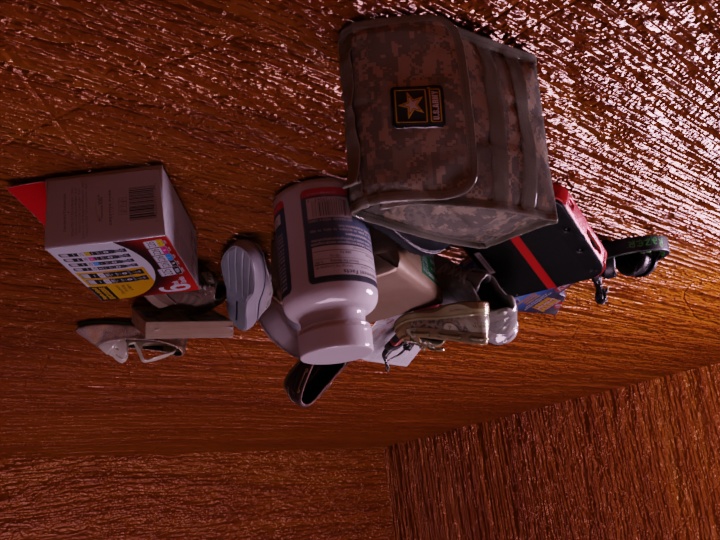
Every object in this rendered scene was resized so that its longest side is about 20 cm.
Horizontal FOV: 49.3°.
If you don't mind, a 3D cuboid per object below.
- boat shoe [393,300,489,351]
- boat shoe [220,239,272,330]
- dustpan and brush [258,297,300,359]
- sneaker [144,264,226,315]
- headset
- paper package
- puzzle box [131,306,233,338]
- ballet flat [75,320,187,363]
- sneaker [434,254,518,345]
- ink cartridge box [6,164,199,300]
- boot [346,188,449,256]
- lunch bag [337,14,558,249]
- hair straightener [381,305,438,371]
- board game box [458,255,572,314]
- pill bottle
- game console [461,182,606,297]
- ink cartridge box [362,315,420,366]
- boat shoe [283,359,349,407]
[{"bbox_3d":[0.114,0.089,1.148,0.072,0.064,0.199,0,168,-29],"label":"boat shoe"},{"bbox_3d":[-0.159,0.009,1.146,0.067,0.073,0.201,-40,165,-31],"label":"boat shoe"},{"bbox_3d":[-0.141,0.073,1.294,0.199,0.141,0.057,38,118,-26],"label":"dustpan and brush"},{"bbox_3d":[-0.250,0.013,1.129,0.074,0.072,0.200,-25,165,8],"label":"sneaker"},{"bbox_3d":[0.423,-0.005,1.281,0.121,0.096,0.200,-5,168,-8],"label":"headset"},{"bbox_3d":[0.000,0.000,1.112,0.187,0.106,0.200,-15,159,21],"label":"paper package"},{"bbox_3d":[-0.282,0.079,1.229,0.130,0.026,0.199,1,-177,-23],"label":"puzzle box"},{"bbox_3d":[-0.395,0.126,1.373,0.196,0.069,0.068,3,159,-29],"label":"ballet flat"},{"bbox_3d":[0.158,0.018,1.169,0.076,0.199,0.093,-42,154,-26],"label":"sneaker"},{"bbox_3d":[-0.293,-0.034,0.920,0.171,0.086,0.200,-7,162,-2],"label":"ink cartridge box"},{"bbox_3d":[0.103,-0.086,0.939,0.166,0.078,0.198,-17,153,37],"label":"boot"},{"bbox_3d":[0.069,-0.120,0.690,0.197,0.168,0.117,6,163,-37],"label":"lunch bag"},{"bbox_3d":[0.108,0.097,1.344,0.201,0.041,0.076,-53,143,10],"label":"hair straightener"},{"bbox_3d":[0.278,0.003,1.262,0.197,0.063,0.200,15,142,-33],"label":"board game box"},{"bbox_3d":[-0.040,0.004,0.950,0.117,0.204,0.120,-6,162,-2],"label":"pill bottle"},{"bbox_3d":[0.240,-0.038,1.117,0.174,0.032,0.200,-15,137,33],"label":"game console"},{"bbox_3d":[0.058,0.088,1.372,0.198,0.047,0.161,16,119,-47],"label":"ink cartridge box"},{"bbox_3d":[-0.042,0.128,1.233,0.070,0.202,0.070,37,172,-22],"label":"boat shoe"}]
